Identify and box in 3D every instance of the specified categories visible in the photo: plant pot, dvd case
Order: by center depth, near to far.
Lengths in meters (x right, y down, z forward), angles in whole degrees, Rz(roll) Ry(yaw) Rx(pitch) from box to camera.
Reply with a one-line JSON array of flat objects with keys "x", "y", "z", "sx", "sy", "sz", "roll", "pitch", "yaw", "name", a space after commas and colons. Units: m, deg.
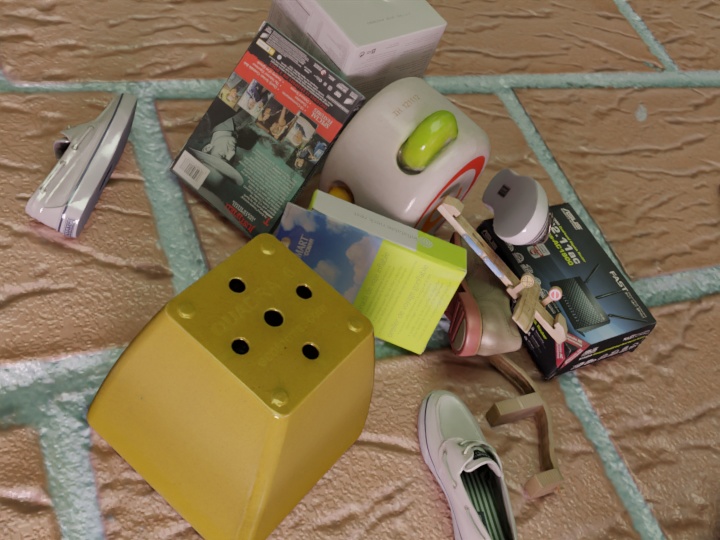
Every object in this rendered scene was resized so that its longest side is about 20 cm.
[{"x": -0.097, "y": 0.093, "z": 0.790, "sx": 0.199, "sy": 0.177, "sz": 0.200, "roll": 40, "pitch": 48, "yaw": 11, "name": "plant pot"}, {"x": -0.106, "y": -0.152, "z": 0.993, "sx": 0.145, "sy": 0.201, "sz": 0.022, "roll": 37, "pitch": 7, "yaw": 11, "name": "dvd case"}]

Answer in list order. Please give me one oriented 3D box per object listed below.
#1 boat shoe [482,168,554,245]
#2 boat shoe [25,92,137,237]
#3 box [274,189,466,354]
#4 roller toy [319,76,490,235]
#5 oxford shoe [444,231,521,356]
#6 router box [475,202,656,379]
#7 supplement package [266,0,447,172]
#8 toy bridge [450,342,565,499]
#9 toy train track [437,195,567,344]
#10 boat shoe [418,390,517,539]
[{"x": 0.184, "y": -0.061, "z": 0.992, "sx": 0.066, "sy": 0.070, "sz": 0.200, "roll": 36, "pitch": 9, "yaw": -12, "name": "boat shoe"}, {"x": -0.295, "y": -0.127, "z": 0.952, "sx": 0.064, "sy": 0.074, "sz": 0.202, "roll": 22, "pitch": 46, "yaw": -11, "name": "boat shoe"}, {"x": 0.000, "y": 0.000, "z": 0.945, "sx": 0.197, "sy": 0.123, "sz": 0.048, "roll": 22, "pitch": 34, "yaw": -7, "name": "box"}, {"x": 0.045, "y": -0.118, "z": 1.023, "sx": 0.139, "sy": 0.201, "sz": 0.182, "roll": 42, "pitch": 25, "yaw": 13, "name": "roller toy"}, {"x": 0.133, "y": 0.028, "z": 1.002, "sx": 0.073, "sy": 0.071, "sz": 0.202, "roll": 7, "pitch": 37, "yaw": -8, "name": "oxford shoe"}, {"x": 0.240, "y": 0.019, "z": 1.078, "sx": 0.148, "sy": 0.063, "sz": 0.202, "roll": -12, "pitch": 58, "yaw": -32, "name": "router box"}, {"x": -0.024, "y": -0.255, "z": 1.090, "sx": 0.150, "sy": 0.201, "sz": 0.151, "roll": -24, "pitch": 65, "yaw": -36, "name": "supplement package"}, {"x": 0.169, "y": 0.150, "z": 0.963, "sx": 0.066, "sy": 0.027, "sz": 0.202, "roll": -8, "pitch": 55, "yaw": -30, "name": "toy bridge"}, {"x": 0.161, "y": -0.006, "z": 0.957, "sx": 0.200, "sy": 0.032, "sz": 0.115, "roll": 47, "pitch": 29, "yaw": -6, "name": "toy train track"}, {"x": 0.114, "y": 0.198, "z": 0.872, "sx": 0.072, "sy": 0.067, "sz": 0.203, "roll": -2, "pitch": 54, "yaw": -25, "name": "boat shoe"}]
